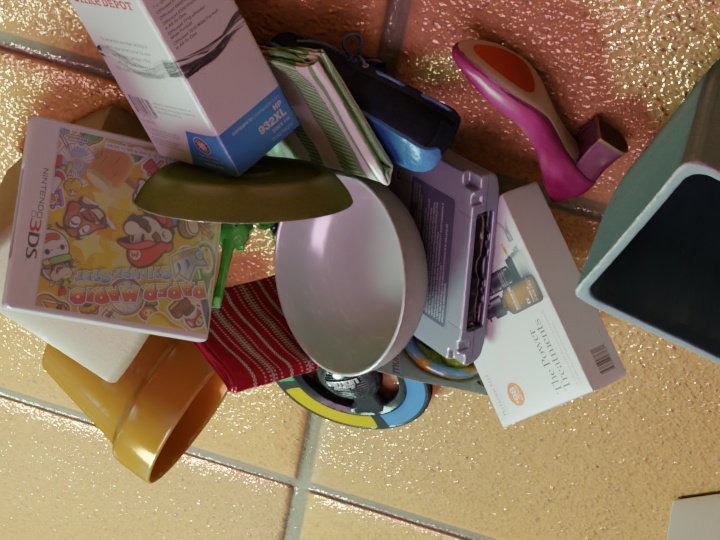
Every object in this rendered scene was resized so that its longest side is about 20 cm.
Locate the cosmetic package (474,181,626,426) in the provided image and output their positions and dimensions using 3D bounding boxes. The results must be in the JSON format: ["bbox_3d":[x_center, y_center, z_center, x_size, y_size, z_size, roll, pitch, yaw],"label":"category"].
[{"bbox_3d":[0.152,0.036,1.394,0.151,0.052,0.201,-35,78,58],"label":"cosmetic package"}]

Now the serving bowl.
[{"bbox_3d":[0.000,0.000,1.417,0.066,0.201,0.200,-7,161,-40],"label":"serving bowl"}]

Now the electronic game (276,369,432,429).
[{"bbox_3d":[-0.013,0.121,1.693,0.199,0.042,0.200,12,141,10],"label":"electronic game"}]

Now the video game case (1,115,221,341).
[{"bbox_3d":[-0.228,-0.037,1.375,0.199,0.183,0.023,11,168,-27],"label":"video game case"}]

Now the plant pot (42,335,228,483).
[{"bbox_3d":[-0.259,0.113,1.685,0.183,0.200,0.200,34,142,7],"label":"plant pot"}]

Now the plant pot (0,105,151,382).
[{"bbox_3d":[-0.264,-0.047,1.495,0.200,0.200,0.177,35,125,-19],"label":"plant pot"}]

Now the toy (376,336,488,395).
[{"bbox_3d":[0.107,0.072,1.505,0.199,0.115,0.047,16,126,-15],"label":"toy"}]

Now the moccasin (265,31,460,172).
[{"bbox_3d":[0.003,-0.161,1.326,0.200,0.068,0.081,36,158,16],"label":"moccasin"}]

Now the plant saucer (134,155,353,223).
[{"bbox_3d":[-0.106,-0.078,1.321,0.199,0.200,0.031,6,106,17],"label":"plant saucer"}]

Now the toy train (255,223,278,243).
[{"bbox_3d":[-0.082,-0.062,1.495,0.056,0.042,0.200,-44,114,8],"label":"toy train"}]

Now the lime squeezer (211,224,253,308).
[{"bbox_3d":[-0.128,-0.027,1.495,0.038,0.200,0.071,-8,106,4],"label":"lime squeezer"}]

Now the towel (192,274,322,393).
[{"bbox_3d":[-0.083,0.054,1.493,0.145,0.199,0.023,47,138,36],"label":"towel"}]

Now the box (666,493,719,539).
[{"bbox_3d":[0.473,0.359,1.717,0.152,0.107,0.200,-15,130,36],"label":"box"}]

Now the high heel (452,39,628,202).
[{"bbox_3d":[0.141,-0.128,1.308,0.200,0.068,0.096,33,129,-21],"label":"high heel"}]

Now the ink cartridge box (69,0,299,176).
[{"bbox_3d":[-0.162,-0.195,1.288,0.145,0.084,0.200,20,145,51],"label":"ink cartridge box"}]

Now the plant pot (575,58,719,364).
[{"bbox_3d":[0.320,-0.064,1.207,0.196,0.201,0.196,24,142,-6],"label":"plant pot"}]

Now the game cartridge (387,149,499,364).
[{"bbox_3d":[0.073,-0.024,1.401,0.133,0.041,0.201,31,128,42],"label":"game cartridge"}]

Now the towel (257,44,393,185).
[{"bbox_3d":[-0.062,-0.147,1.339,0.200,0.023,0.153,16,147,50],"label":"towel"}]
